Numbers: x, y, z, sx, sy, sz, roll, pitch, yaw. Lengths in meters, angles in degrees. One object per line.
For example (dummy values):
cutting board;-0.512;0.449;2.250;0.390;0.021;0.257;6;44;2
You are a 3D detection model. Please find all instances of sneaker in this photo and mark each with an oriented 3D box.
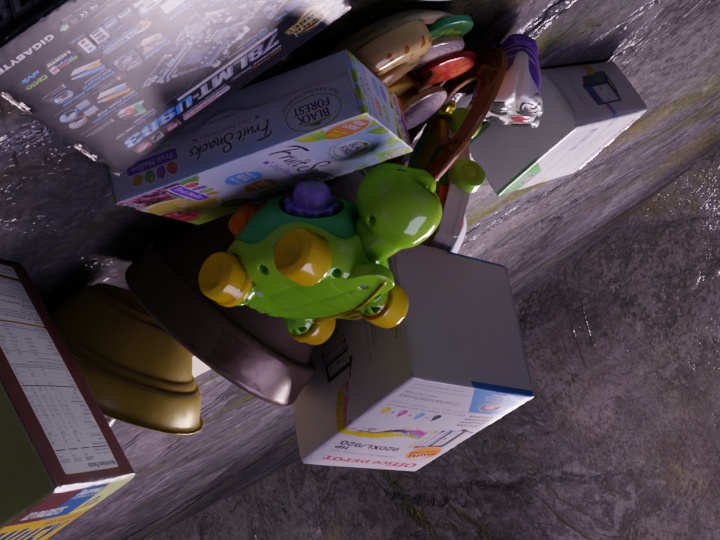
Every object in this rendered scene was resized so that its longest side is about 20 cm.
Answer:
sneaker;0.156;-0.193;1.048;0.079;0.085;0.200;9;180;-2

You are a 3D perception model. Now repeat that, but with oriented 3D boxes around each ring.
ring;0.066;-0.132;0.972;0.201;0.019;0.201;-49;-163;21

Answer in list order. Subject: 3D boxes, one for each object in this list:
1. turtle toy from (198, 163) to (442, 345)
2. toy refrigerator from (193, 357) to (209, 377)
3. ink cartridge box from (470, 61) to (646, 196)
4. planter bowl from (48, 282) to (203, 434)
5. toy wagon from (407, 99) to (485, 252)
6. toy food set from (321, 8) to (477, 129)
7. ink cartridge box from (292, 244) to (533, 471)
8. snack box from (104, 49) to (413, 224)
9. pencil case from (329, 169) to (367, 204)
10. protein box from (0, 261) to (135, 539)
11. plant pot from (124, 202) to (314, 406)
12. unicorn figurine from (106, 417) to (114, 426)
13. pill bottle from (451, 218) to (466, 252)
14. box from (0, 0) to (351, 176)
turtle toy;-0.024;-0.018;0.806;0.198;0.102;0.145;-16;151;31
toy refrigerator;-0.142;0.048;1.241;0.199;0.070;0.076;-28;160;-26
ink cartridge box;0.249;-0.181;1.298;0.199;0.088;0.145;-17;160;-47
planter bowl;-0.219;0.067;0.947;0.084;0.199;0.200;-64;164;3
toy wagon;0.076;-0.095;1.046;0.039;0.202;0.156;12;142;-14
toy food set;0.016;-0.155;0.898;0.197;0.049;0.200;-19;161;-48
ink cartridge box;0.040;0.091;1.002;0.146;0.146;0.200;11;145;-31
snack box;-0.073;-0.093;0.777;0.198;0.054;0.142;-18;173;15
pencil case;-0.053;-0.028;1.131;0.199;0.091;0.083;-40;144;23
protein box;-0.318;0.126;0.775;0.197;0.201;0.135;-34;167;6
plant pot;-0.090;-0.004;0.953;0.175;0.200;0.200;-51;166;4
unicorn figurine;-0.270;0.114;1.137;0.137;0.074;0.200;-36;167;-45
pill bottle;0.044;-0.007;1.194;0.120;0.119;0.201;-44;-168;42
box;-0.109;-0.152;0.596;0.199;0.050;0.199;-34;168;3
